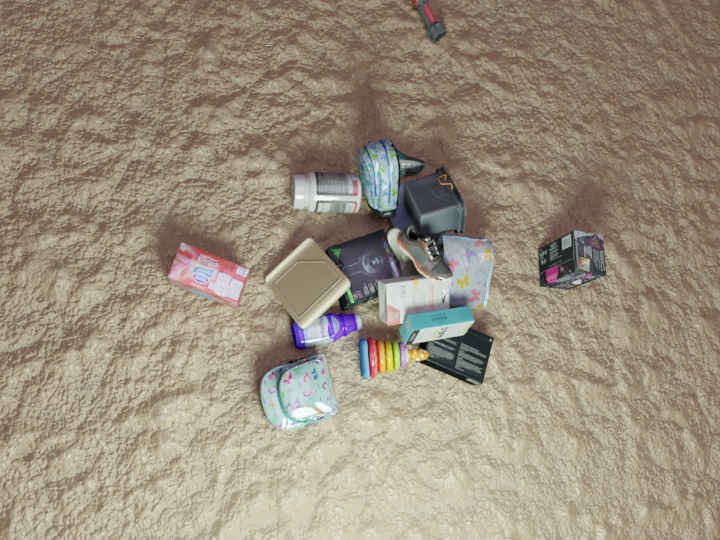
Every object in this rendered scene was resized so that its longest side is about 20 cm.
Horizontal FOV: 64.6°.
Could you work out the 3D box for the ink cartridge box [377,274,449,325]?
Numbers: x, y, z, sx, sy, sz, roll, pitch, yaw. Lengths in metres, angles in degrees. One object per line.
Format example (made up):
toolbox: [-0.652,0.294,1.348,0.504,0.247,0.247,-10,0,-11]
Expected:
ink cartridge box: [0.152,0.078,1.607,0.195,0.067,0.120,-6,100,-20]

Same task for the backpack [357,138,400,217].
backpack: [0.056,-0.282,1.660,0.149,0.202,0.166,1,49,-18]

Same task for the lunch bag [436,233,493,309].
lunch bag: [0.298,-0.002,1.692,0.165,0.127,0.206,4,104,-12]

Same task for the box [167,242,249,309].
box: [-0.407,0.019,1.536,0.195,0.095,0.105,21,71,-8]

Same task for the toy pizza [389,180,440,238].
toy pizza: [0.178,-0.182,1.782,0.194,0.032,0.206,4,73,-14]

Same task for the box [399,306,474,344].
box: [0.212,0.152,1.582,0.195,0.083,0.050,-6,57,-22]

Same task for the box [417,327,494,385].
box: [0.276,0.231,1.672,0.196,0.079,0.144,24,72,-7]

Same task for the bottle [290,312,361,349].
bottle: [-0.094,0.163,1.597,0.195,0.065,0.086,-10,76,-17]

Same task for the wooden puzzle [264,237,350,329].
wooden puzzle: [-0.147,0.034,1.588,0.185,0.037,0.200,-42,65,-3]

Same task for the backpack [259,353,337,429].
backpack: [-0.167,0.324,1.497,0.195,0.151,0.182,-13,80,-13]

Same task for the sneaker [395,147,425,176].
sneaker: [0.110,-0.355,1.790,0.194,0.078,0.094,3,70,-16]

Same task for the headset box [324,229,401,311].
headset box: [0.000,0.000,1.652,0.195,0.093,0.178,-18,80,-18]

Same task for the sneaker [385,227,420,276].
sneaker: [0.132,-0.041,1.715,0.073,0.085,0.204,-24,106,-3]

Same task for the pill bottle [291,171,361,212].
pill bottle: [-0.102,-0.230,1.675,0.194,0.114,0.117,0,75,-15]

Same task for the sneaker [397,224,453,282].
sneaker: [0.184,-0.050,1.588,0.199,0.083,0.076,42,44,18]

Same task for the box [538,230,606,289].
box: [0.658,-0.029,1.779,0.111,0.200,0.136,7,73,-14]

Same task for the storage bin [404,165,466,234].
storage bin: [0.214,-0.202,1.685,0.131,0.148,0.203,-15,49,-8]

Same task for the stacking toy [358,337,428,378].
stacking toy: [0.094,0.237,1.582,0.194,0.116,0.113,-4,78,-3]

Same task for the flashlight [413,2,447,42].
flashlight: [0.237,-0.897,1.972,0.067,0.068,0.204,-24,81,-22]
